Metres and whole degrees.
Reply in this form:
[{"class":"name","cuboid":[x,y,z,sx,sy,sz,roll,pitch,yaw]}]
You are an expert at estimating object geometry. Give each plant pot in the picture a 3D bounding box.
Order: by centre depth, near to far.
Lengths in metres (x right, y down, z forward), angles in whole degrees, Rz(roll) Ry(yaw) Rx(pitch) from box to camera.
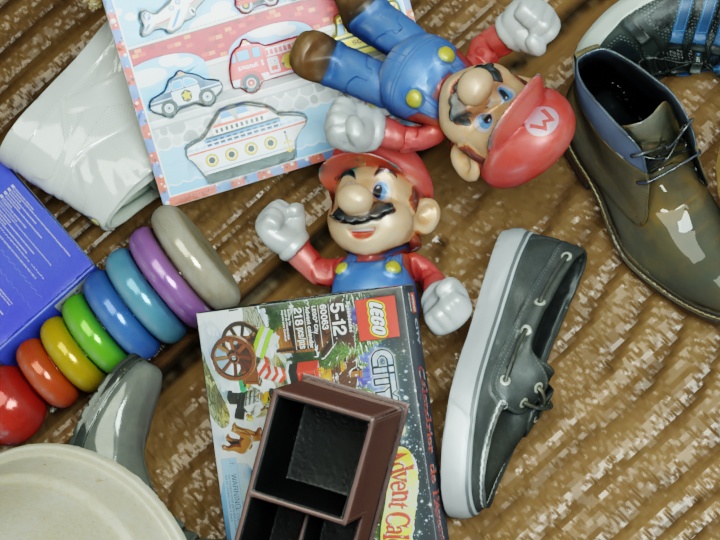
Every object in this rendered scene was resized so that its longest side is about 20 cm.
[{"class":"plant pot","cuboid":[-0.222,0.223,1.549,0.200,0.183,0.201,5,102,22]}]

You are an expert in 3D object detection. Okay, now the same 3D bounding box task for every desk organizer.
[{"class":"desk organizer","cuboid":[-0.037,0.170,1.565,0.072,0.077,0.200,16,96,13]}]

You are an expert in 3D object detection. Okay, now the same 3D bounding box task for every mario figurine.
[{"class":"mario figurine","cuboid":[0.049,-0.127,1.634,0.200,0.106,0.124,30,117,29]},{"class":"mario figurine","cuboid":[0.000,0.000,1.667,0.123,0.106,0.200,5,73,-18]}]

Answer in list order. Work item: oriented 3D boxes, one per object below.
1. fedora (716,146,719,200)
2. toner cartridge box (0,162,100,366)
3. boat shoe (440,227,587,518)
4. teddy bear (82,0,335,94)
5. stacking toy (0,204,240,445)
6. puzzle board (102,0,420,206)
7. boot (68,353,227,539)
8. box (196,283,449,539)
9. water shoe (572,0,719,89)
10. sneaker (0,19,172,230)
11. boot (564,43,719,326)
[{"class":"fedora","cuboid":[0.321,-0.055,1.612,0.200,0.082,0.201,-7,60,12]},{"class":"toner cartridge box","cuboid":[-0.269,-0.029,1.800,0.095,0.043,0.200,-40,62,-4]},{"class":"boat shoe","cuboid":[0.097,0.064,1.635,0.057,0.069,0.200,7,67,19]},{"class":"teddy bear","cuboid":[-0.099,-0.190,1.773,0.200,0.067,0.145,9,62,-14]},{"class":"stacking toy","cuboid":[-0.181,0.045,1.723,0.200,0.085,0.085,-37,62,3]},{"class":"puzzle board","cuboid":[-0.058,-0.141,1.730,0.200,0.017,0.151,-17,100,-5]},{"class":"boot","cuboid":[-0.133,0.164,1.669,0.131,0.068,0.200,17,80,18]},{"class":"box","cuboid":[-0.022,0.116,1.619,0.137,0.038,0.200,-8,90,14]},{"class":"water shoe","cuboid":[0.237,-0.157,1.687,0.200,0.072,0.079,-25,61,5]},{"class":"sneaker","cuboid":[-0.146,-0.117,1.796,0.116,0.074,0.200,36,74,10]},{"class":"boot","cuboid":[0.189,-0.055,1.639,0.075,0.097,0.200,-32,62,-10]}]
